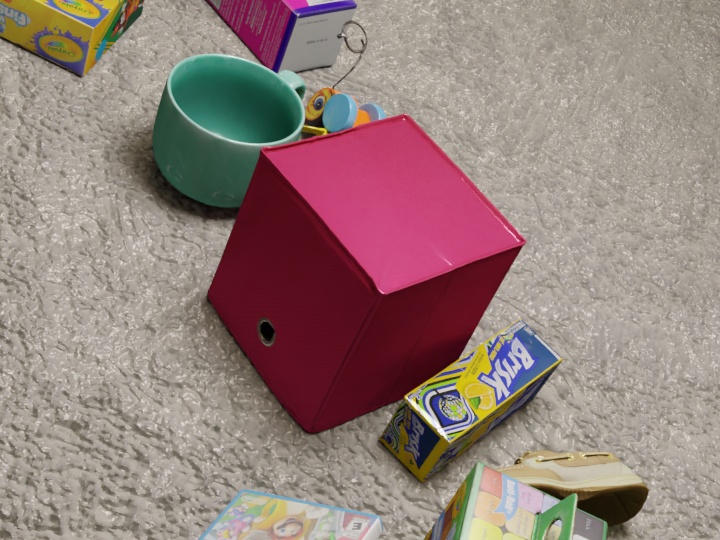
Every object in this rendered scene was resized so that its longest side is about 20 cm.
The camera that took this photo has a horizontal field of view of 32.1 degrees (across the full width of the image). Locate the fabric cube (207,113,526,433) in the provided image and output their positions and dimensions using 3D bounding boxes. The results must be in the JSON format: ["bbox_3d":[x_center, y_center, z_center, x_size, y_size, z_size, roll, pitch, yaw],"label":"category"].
[{"bbox_3d":[0.000,0.000,1.212,0.199,0.200,0.197,-18,58,-39],"label":"fabric cube"}]

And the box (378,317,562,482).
[{"bbox_3d":[0.112,0.125,1.236,0.064,0.070,0.199,44,44,17],"label":"box"}]

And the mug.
[{"bbox_3d":[-0.134,-0.142,1.357,0.183,0.115,0.153,-1,47,-29],"label":"mug"}]

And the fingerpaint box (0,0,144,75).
[{"bbox_3d":[-0.371,-0.336,1.468,0.199,0.074,0.167,26,41,0],"label":"fingerpaint box"}]

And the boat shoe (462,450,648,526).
[{"bbox_3d":[0.175,0.208,1.191,0.198,0.075,0.067,5,32,-25],"label":"boat shoe"}]

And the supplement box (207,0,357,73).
[{"bbox_3d":[-0.113,-0.354,1.599,0.101,0.104,0.200,-18,58,-38],"label":"supplement box"}]

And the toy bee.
[{"bbox_3d":[-0.023,-0.170,1.471,0.131,0.108,0.202,34,50,-33],"label":"toy bee"}]

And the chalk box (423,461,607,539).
[{"bbox_3d":[0.114,0.251,1.005,0.123,0.201,0.125,24,40,-1],"label":"chalk box"}]

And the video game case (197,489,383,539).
[{"bbox_3d":[-0.088,0.249,0.986,0.142,0.018,0.200,5,31,30],"label":"video game case"}]
